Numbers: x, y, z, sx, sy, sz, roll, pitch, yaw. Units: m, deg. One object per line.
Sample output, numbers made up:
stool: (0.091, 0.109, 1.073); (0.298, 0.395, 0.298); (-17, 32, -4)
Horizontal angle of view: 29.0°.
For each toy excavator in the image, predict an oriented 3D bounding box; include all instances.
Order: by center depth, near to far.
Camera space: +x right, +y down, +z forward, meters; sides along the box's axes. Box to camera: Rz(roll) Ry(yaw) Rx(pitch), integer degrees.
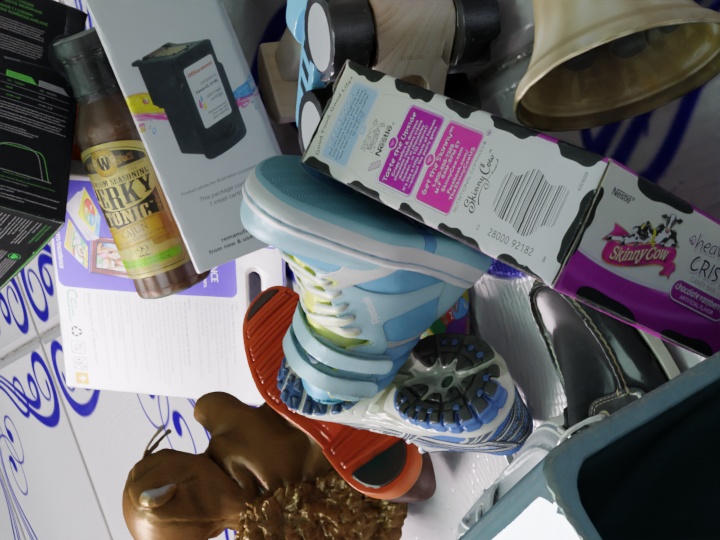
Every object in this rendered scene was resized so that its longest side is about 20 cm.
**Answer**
toy excavator: (-0.008, -0.133, 0.838); (0.196, 0.099, 0.201); (98, 155, -43)

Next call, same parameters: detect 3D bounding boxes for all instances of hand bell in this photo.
hand bell: (0.093, -0.177, 0.636); (0.104, 0.103, 0.202); (-43, 59, 60)

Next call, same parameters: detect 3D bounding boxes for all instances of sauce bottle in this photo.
sauce bottle: (-0.172, -0.079, 1.029); (0.065, 0.064, 0.202); (6, 120, 59)

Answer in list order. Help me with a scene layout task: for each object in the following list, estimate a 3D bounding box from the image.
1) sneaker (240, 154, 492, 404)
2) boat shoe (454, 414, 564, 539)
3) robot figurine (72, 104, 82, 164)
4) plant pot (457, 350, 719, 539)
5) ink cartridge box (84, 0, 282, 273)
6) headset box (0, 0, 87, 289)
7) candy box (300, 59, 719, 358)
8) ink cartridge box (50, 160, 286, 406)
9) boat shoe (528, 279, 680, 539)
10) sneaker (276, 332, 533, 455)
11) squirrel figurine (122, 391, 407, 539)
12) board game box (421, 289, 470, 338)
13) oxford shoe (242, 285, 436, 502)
sneaker: (-0.016, 0.016, 0.772); (0.080, 0.199, 0.131); (46, 108, 34)
boat shoe: (0.094, 0.165, 0.844); (0.070, 0.071, 0.202); (53, 148, 29)
robot figurine: (-0.205, -0.094, 1.171); (0.144, 0.116, 0.202); (-138, 37, -57)
plant pot: (0.139, 0.162, 0.592); (0.197, 0.195, 0.200); (59, 143, 12)
ink cartridge box: (-0.113, -0.120, 0.939); (0.146, 0.082, 0.202); (-116, 4, -72)
headset box: (-0.294, -0.103, 1.076); (0.174, 0.092, 0.202); (-34, 49, 48)
candy box: (0.081, -0.031, 0.670); (0.199, 0.136, 0.061); (29, 95, 50)
ink cartridge box: (-0.150, 0.012, 1.123); (0.198, 0.043, 0.200); (5, 117, 11)
boat shoe: (0.136, 0.089, 0.728); (0.202, 0.067, 0.072); (66, 153, 11)
sneaker: (0.026, 0.083, 0.887); (0.199, 0.078, 0.085); (12, 157, 47)
squirrel figurine: (-0.073, 0.167, 1.020); (0.200, 0.185, 0.143); (45, 143, 38)
board game box: (0.000, 0.000, 0.938); (0.200, 0.039, 0.159); (-33, 78, 62)
oxford shoe: (-0.018, 0.091, 0.986); (0.200, 0.071, 0.072); (52, -173, 34)
